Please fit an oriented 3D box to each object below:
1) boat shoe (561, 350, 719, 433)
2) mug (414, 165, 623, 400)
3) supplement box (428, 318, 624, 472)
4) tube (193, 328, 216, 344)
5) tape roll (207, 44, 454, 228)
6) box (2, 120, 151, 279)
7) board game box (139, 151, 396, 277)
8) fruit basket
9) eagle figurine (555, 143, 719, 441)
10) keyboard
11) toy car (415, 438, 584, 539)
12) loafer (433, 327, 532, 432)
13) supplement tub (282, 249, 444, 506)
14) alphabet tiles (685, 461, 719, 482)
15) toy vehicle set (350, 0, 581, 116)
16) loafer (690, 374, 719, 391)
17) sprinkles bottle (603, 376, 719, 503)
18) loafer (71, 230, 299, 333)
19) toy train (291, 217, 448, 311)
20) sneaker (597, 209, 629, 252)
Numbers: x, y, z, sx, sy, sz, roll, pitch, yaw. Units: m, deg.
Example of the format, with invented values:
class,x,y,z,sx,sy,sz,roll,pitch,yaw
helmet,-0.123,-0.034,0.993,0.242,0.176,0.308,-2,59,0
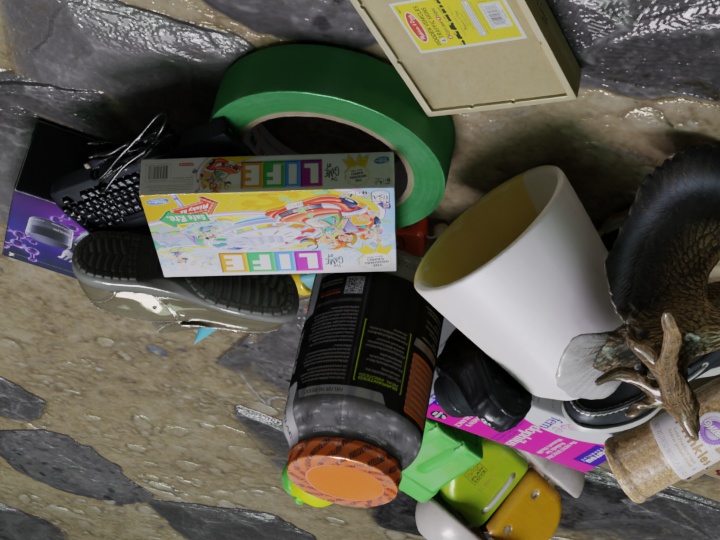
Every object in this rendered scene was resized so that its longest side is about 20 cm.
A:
class,x,y,z,sx,sy,sz,roll,pitch,yaw
boat shoe,0.264,0.074,1.342,0.199,0.076,0.061,-29,146,-16
mug,0.147,0.014,1.249,0.149,0.187,0.153,-36,106,17
supplement box,0.164,0.108,1.487,0.198,0.104,0.101,19,150,-14
tube,-0.115,0.012,1.449,0.050,0.077,0.200,46,154,2
tape roll,-0.024,-0.103,1.237,0.198,0.049,0.201,11,151,6
box,-0.218,-0.043,1.404,0.198,0.080,0.141,18,154,-9
board game box,-0.070,-0.043,1.236,0.197,0.035,0.135,-2,152,2
fruit basket,0.006,0.157,1.581,0.213,0.157,0.217,5,146,3
eagle figurine,0.248,0.026,1.159,0.150,0.201,0.152,27,137,-7
keyboard,-0.176,-0.069,1.247,0.198,0.040,0.104,-17,135,32
toy car,0.137,0.232,1.698,0.200,0.175,0.150,42,177,-43
loafer,0.099,0.100,1.305,0.068,0.070,0.201,41,-172,-11
supplement tub,0.002,0.091,1.311,0.121,0.202,0.123,9,148,6
alphabet tiles,0.360,0.182,1.638,0.165,0.006,0.200,19,151,-11
toy vehicle set,0.066,-0.183,1.075,0.123,0.027,0.200,-3,148,28
loafer,0.344,0.117,1.457,0.075,0.069,0.200,-9,145,35
sprinkles bottle,0.321,0.138,1.390,0.199,0.069,0.068,-33,134,19
loafer,-0.151,0.015,1.329,0.198,0.076,0.070,13,143,-2
toy train,0.000,0.000,1.407,0.148,0.056,0.201,12,152,4
sneaker,0.221,0.022,1.320,0.075,0.088,0.200,17,150,-5
